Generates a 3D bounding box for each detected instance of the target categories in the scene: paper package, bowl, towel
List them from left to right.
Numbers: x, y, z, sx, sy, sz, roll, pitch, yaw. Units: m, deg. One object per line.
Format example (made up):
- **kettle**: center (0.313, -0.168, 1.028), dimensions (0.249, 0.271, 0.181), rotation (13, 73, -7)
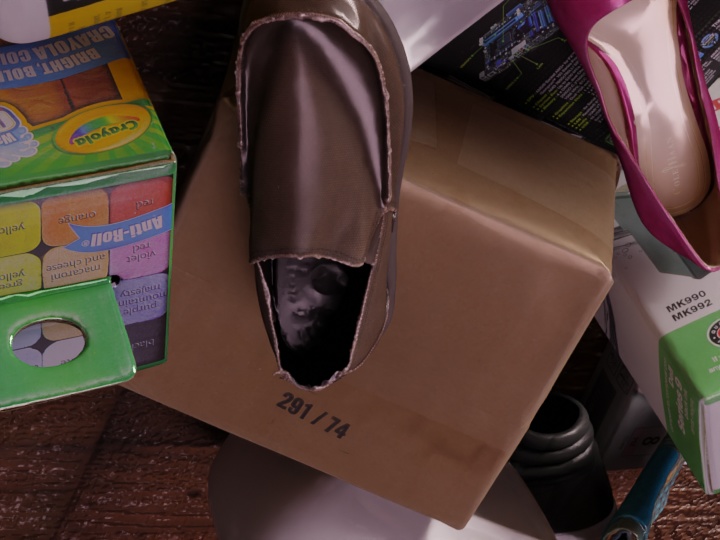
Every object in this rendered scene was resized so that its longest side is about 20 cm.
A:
- **paper package**: center (0.000, 0.000, 1.033), dimensions (0.200, 0.104, 0.191), rotation (22, 125, -8)
- **bowl**: center (0.023, 0.134, 1.148), dimensions (0.200, 0.200, 0.075), rotation (22, 103, -14)
- **towel**: center (0.162, 0.137, 1.226), dimensions (0.200, 0.022, 0.147), rotation (-47, 163, -49)

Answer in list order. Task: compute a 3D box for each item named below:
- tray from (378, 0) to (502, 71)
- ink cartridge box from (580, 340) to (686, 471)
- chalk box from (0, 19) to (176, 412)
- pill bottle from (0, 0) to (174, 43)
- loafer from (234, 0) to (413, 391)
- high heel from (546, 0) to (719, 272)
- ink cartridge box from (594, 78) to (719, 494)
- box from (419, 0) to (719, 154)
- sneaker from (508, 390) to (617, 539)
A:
- **tray**: center (0.020, -0.190, 0.912), dimensions (0.107, 0.022, 0.200), rotation (-39, 132, -35)
- **ink cartridge box**: center (0.244, 0.048, 1.322), dimensions (0.200, 0.057, 0.163), rotation (0, 132, -23)
- **chalk box**: center (-0.151, -0.028, 0.901), dimensions (0.124, 0.200, 0.124), rotation (-11, 137, -19)
- **pill bottle**: center (-0.111, -0.155, 0.861), dimensions (0.200, 0.111, 0.111), rotation (-19, 139, -10)
- **loafer**: center (-0.014, -0.031, 0.906), dimensions (0.073, 0.071, 0.200), rotation (-1, 125, 9)
- **high heel**: center (0.139, -0.086, 1.015), dimensions (0.067, 0.096, 0.200), rotation (-21, 141, -6)
- **ink cartridge box**: center (0.199, -0.002, 1.128), dimensions (0.146, 0.200, 0.084), rotation (-23, 137, -6)
- **box**: center (0.131, -0.158, 1.046), dimensions (0.193, 0.048, 0.200), rotation (21, 120, -39)
- **sneaker**: center (0.053, 0.122, 1.286), dimensions (0.200, 0.071, 0.099), rotation (-10, 118, -4)
